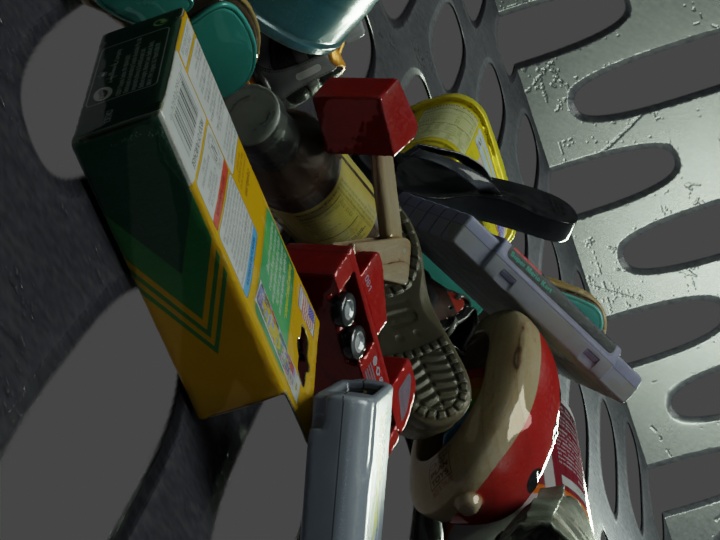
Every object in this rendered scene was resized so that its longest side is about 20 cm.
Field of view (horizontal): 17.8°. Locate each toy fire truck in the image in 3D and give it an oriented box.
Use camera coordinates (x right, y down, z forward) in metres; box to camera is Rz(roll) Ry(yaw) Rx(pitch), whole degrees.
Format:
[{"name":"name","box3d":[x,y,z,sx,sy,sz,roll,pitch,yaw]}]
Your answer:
[{"name":"toy fire truck","box3d":[0.000,0.000,1.387,0.141,0.049,0.201,-57,141,-45]}]

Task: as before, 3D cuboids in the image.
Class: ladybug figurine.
[{"name":"ladybug figurine","box3d":[0.094,0.112,1.640,0.072,0.136,0.200,33,37,-13]}]

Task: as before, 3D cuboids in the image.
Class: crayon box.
[{"name":"crayon box","box3d":[-0.081,-0.016,1.176,0.126,0.051,0.201,-87,157,-61]}]

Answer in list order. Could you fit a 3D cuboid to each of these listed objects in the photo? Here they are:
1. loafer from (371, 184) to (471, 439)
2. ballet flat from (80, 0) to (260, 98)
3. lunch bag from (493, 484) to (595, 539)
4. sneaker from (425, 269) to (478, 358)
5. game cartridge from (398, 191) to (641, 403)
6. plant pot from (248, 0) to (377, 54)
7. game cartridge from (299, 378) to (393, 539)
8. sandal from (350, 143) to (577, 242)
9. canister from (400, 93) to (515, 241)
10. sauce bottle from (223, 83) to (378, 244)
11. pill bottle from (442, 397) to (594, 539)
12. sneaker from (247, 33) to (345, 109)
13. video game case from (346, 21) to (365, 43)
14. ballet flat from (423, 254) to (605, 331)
[{"name":"loafer","box3d":[0.011,0.030,1.546,0.068,0.076,0.201,117,-39,-52]},{"name":"ballet flat","box3d":[-0.106,-0.152,1.236,0.063,0.068,0.200,62,5,20]},{"name":"lunch bag","box3d":[0.122,0.253,1.566,0.164,0.117,0.201,-4,92,-80]},{"name":"sneaker","box3d":[0.049,0.040,1.681,0.200,0.082,0.077,-93,163,-52]},{"name":"game cartridge","box3d":[0.117,0.019,1.728,0.200,0.038,0.130,42,-12,-25]},{"name":"plant pot","box3d":[-0.013,-0.265,1.376,0.200,0.188,0.200,41,26,-25]},{"name":"game cartridge","box3d":[-0.007,0.128,1.229,0.200,0.040,0.134,-3,101,-86]},{"name":"sandal","box3d":[0.082,-0.073,1.827,0.076,0.199,0.043,-115,-137,-57]},{"name":"canister","box3d":[0.074,-0.063,1.973,0.200,0.086,0.149,-61,135,-74]},{"name":"sauce bottle","box3d":[-0.040,-0.063,1.433,0.200,0.064,0.065,50,25,-65]},{"name":"pill bottle","box3d":[0.115,0.155,1.759,0.200,0.113,0.113,-92,161,-54]},{"name":"sneaker","box3d":[-0.047,-0.157,1.513,0.200,0.077,0.078,-92,160,-59]},{"name":"video game case","box3d":[-0.061,-0.268,1.606,0.182,0.023,0.200,67,-6,-27]},{"name":"ballet flat","box3d":[0.102,0.017,1.844,0.199,0.069,0.063,26,-4,-16]}]
